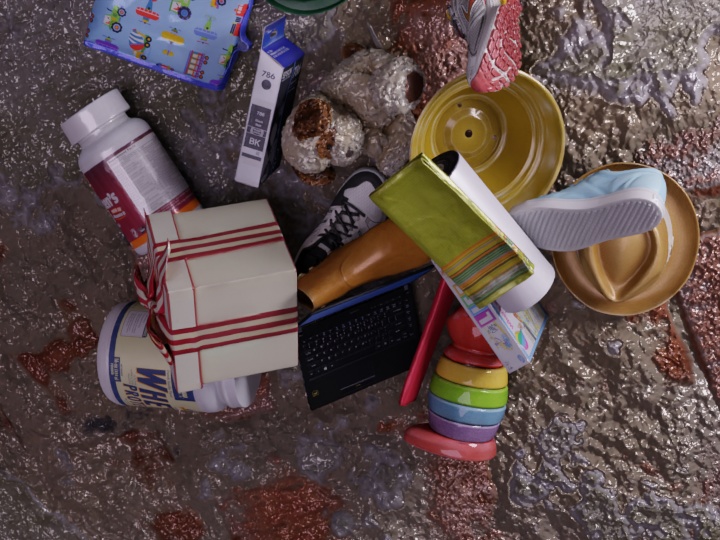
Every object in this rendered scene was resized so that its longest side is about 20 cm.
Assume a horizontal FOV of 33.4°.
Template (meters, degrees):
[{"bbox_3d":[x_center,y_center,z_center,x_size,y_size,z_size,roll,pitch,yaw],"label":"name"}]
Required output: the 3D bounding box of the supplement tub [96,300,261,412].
[{"bbox_3d":[-0.246,0.119,1.652,0.197,0.145,0.147,3,111,14],"label":"supplement tub"}]

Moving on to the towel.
[{"bbox_3d":[0.105,-0.041,1.364,0.086,0.018,0.200,-37,113,23],"label":"towel"}]

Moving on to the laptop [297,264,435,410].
[{"bbox_3d":[0.013,0.088,1.536,0.175,0.103,0.202,-20,120,-17],"label":"laptop"}]

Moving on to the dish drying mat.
[{"bbox_3d":[0.092,0.077,1.557,0.018,0.077,0.202,22,96,13],"label":"dish drying mat"}]

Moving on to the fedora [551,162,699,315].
[{"bbox_3d":[0.325,-0.028,1.482,0.198,0.082,0.204,5,111,13],"label":"fedora"}]

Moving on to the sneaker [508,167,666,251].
[{"bbox_3d":[0.271,-0.078,1.427,0.198,0.082,0.074,-5,130,31],"label":"sneaker"}]

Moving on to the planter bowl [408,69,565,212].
[{"bbox_3d":[0.143,-0.158,1.466,0.197,0.084,0.203,-6,113,-13],"label":"planter bowl"}]

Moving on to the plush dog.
[{"bbox_3d":[-0.025,-0.189,1.465,0.171,0.201,0.161,-37,68,-16],"label":"plush dog"}]

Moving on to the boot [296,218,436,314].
[{"bbox_3d":[-0.001,-0.001,1.449,0.143,0.201,0.071,-35,98,-22],"label":"boot"}]

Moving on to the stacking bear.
[{"bbox_3d":[0.143,0.137,1.579,0.113,0.120,0.203,18,103,43],"label":"stacking bear"}]

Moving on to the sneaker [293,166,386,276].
[{"bbox_3d":[-0.028,-0.041,1.569,0.075,0.088,0.201,33,113,3],"label":"sneaker"}]

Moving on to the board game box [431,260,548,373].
[{"bbox_3d":[0.159,0.013,1.512,0.034,0.135,0.201,-30,99,28],"label":"board game box"}]

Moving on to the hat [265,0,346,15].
[{"bbox_3d":[-0.076,-0.377,1.408,0.198,0.176,0.168,-17,105,20],"label":"hat"}]

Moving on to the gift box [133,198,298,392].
[{"bbox_3d":[-0.187,0.014,1.508,0.184,0.185,0.202,-11,125,-14],"label":"gift box"}]

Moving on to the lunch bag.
[{"bbox_3d":[-0.229,-0.325,1.519,0.198,0.094,0.152,24,116,0],"label":"lunch bag"}]

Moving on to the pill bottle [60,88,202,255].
[{"bbox_3d":[-0.305,-0.131,1.595,0.109,0.110,0.201,-29,100,22],"label":"pill bottle"}]

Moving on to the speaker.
[{"bbox_3d":[0.144,-0.043,1.417,0.081,0.082,0.200,-33,115,23],"label":"speaker"}]

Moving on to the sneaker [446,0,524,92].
[{"bbox_3d":[0.142,-0.281,1.394,0.081,0.202,0.078,-10,138,25],"label":"sneaker"}]

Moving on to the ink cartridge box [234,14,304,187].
[{"bbox_3d":[-0.112,-0.215,1.520,0.039,0.100,0.202,16,114,8],"label":"ink cartridge box"}]
